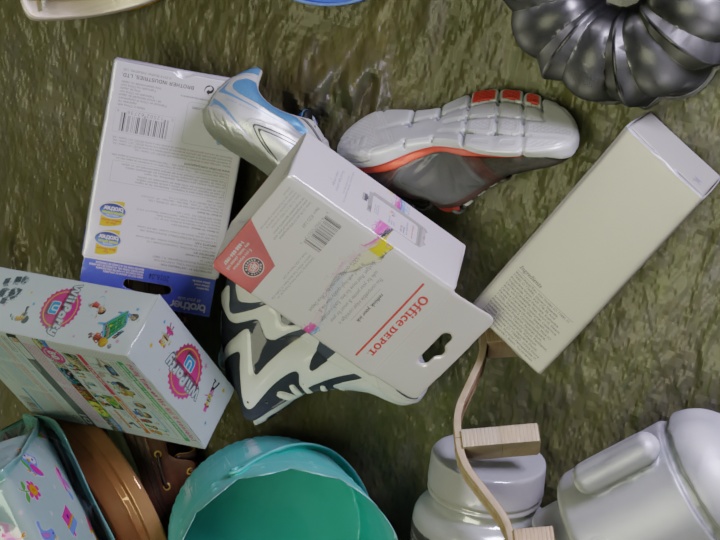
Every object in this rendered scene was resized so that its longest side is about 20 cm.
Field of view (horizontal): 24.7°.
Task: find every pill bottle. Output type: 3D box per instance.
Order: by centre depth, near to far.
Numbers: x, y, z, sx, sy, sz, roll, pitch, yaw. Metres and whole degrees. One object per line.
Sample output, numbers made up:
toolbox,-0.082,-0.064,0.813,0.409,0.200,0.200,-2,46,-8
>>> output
pill bottle,0.094,0.244,1.361,0.113,0.114,0.202,13,111,22

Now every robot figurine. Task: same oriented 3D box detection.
robot figurine,0.232,0.181,1.267,0.199,0.113,0.169,-32,134,19

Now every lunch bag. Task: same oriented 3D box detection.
lunch bag,-0.280,0.224,1.402,0.121,0.200,0.171,-24,99,9

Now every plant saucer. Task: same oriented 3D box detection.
plant saucer,-0.239,0.220,1.503,0.200,0.037,0.201,41,146,36

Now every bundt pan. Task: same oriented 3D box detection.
bundt pan,0.191,-0.212,1.202,0.200,0.076,0.204,7,107,24

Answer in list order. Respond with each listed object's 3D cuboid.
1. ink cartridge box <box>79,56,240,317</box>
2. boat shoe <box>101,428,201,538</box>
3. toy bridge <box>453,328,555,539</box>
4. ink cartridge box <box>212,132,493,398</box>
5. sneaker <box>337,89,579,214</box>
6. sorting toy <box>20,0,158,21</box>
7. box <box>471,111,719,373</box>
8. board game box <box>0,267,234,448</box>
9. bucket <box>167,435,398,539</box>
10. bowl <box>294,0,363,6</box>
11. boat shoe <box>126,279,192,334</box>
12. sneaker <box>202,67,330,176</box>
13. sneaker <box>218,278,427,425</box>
ink cartridge box,-0.166,-0.070,1.384,0.118,0.042,0.202,9,95,-11
boat shoe,-0.177,0.183,1.499,0.067,0.072,0.201,-23,104,2
toy bridge,0.107,0.135,1.287,0.067,0.201,0.027,-4,147,-1
ink cartridge box,0.000,0.000,1.296,0.199,0.068,0.117,36,125,-12
sneaker,0.083,-0.088,1.307,0.199,0.077,0.082,-1,132,27
sorting toy,-0.196,-0.321,1.350,0.199,0.106,0.181,-18,80,45
box,0.179,-0.020,1.268,0.082,0.068,0.200,45,118,7
board game box,-0.227,0.073,1.389,0.199,0.065,0.148,9,149,31
bucket,-0.069,0.242,1.386,0.205,0.135,0.209,-3,103,-11
bowl,-0.025,-0.311,1.298,0.199,0.039,0.202,7,108,24
boat shoe,-0.168,-0.031,1.444,0.071,0.072,0.202,1,96,-6
sneaker,-0.040,-0.084,1.348,0.200,0.072,0.073,44,77,-11
sneaker,-0.042,0.090,1.405,0.198,0.079,0.130,26,120,12
